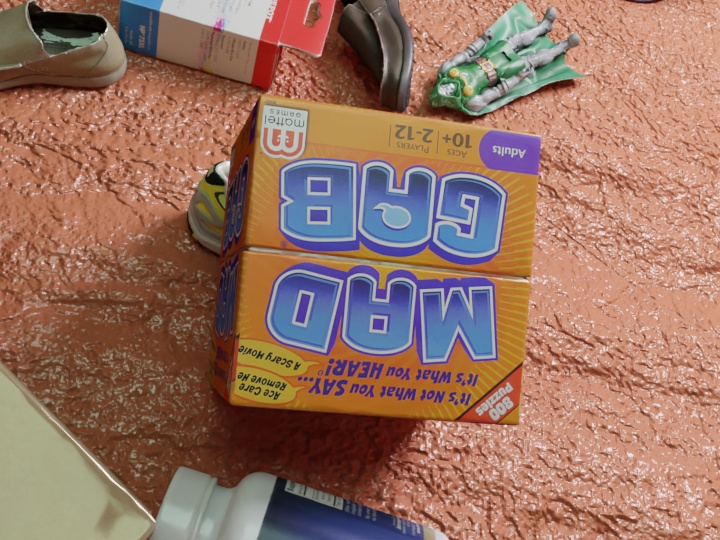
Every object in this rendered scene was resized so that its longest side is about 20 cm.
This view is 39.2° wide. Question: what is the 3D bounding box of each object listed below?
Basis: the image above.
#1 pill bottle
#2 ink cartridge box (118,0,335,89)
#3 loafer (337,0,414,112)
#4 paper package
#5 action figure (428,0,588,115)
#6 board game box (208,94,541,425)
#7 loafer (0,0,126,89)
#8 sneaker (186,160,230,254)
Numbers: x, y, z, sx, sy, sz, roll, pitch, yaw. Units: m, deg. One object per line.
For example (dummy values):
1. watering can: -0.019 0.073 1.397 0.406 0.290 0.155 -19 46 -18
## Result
1. pill bottle: -0.046 0.207 0.702 0.199 0.111 0.112 18 54 -1
2. ink cartridge box: -0.131 -0.259 1.020 0.198 0.067 0.117 16 55 -6
3. loafer: 0.011 -0.242 1.057 0.070 0.073 0.201 -6 53 -7
4. paper package: -0.265 0.167 0.642 0.200 0.103 0.191 44 61 -2
5. action figure: 0.149 -0.220 1.088 0.199 0.055 0.118 -33 73 -27
6. board game box: 0.000 0.000 0.758 0.198 0.200 0.202 6 86 -12
7. loafer: -0.317 -0.213 0.934 0.198 0.068 0.076 -6 59 -20
8. sneaker: -0.055 -0.031 0.883 0.199 0.077 0.076 19 52 -5
